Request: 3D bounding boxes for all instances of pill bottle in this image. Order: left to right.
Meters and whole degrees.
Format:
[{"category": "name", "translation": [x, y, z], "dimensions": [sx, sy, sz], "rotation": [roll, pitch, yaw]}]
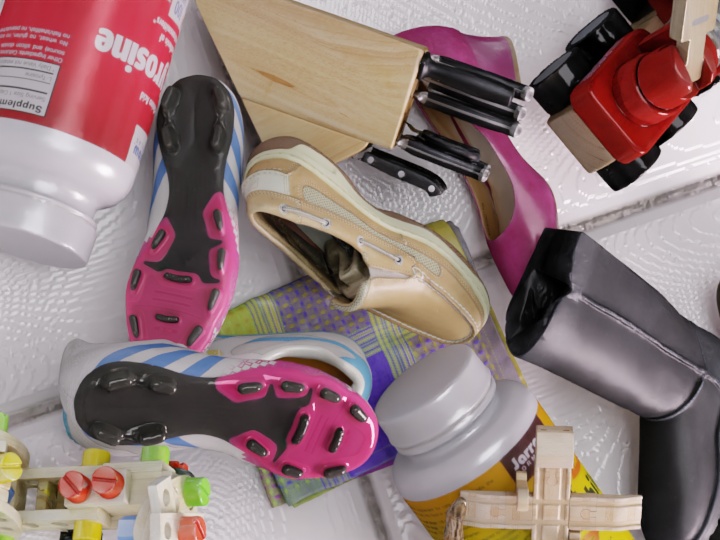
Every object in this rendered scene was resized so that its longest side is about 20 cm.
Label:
[{"category": "pill bottle", "translation": [-0.184, -0.109, 1.479], "dimensions": [0.112, 0.112, 0.201], "rotation": [19, 77, -17]}, {"category": "pill bottle", "translation": [0.095, 0.149, 1.540], "dimensions": [0.109, 0.109, 0.200], "rotation": [-42, 108, -20]}]

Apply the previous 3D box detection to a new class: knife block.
[{"category": "knife block", "translation": [0.008, -0.135, 1.542], "dimensions": [0.175, 0.064, 0.201], "rotation": [-26, 93, 6]}]

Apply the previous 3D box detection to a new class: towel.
[{"category": "towel", "translation": [0.007, 0.060, 1.578], "dimensions": [0.199, 0.023, 0.144], "rotation": [-21, 92, -21]}]

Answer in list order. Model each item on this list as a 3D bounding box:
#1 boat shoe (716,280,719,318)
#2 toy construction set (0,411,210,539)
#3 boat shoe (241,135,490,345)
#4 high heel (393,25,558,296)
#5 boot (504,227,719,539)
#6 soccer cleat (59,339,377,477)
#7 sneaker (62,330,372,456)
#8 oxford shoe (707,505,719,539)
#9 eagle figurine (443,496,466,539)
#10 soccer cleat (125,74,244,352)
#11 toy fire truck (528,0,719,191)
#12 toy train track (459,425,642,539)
[{"category": "boat shoe", "translation": [0.312, 0.089, 1.662], "dimensions": [0.068, 0.072, 0.201], "rotation": [-15, 97, -35]}, {"category": "toy construction set", "translation": [-0.170, 0.136, 1.430], "dimensions": [0.199, 0.131, 0.093], "rotation": [10, 71, 25]}, {"category": "boat shoe", "translation": [0.000, 0.000, 1.515], "dimensions": [0.200, 0.072, 0.076], "rotation": [34, 41, -22]}, {"category": "high heel", "translation": [0.074, -0.070, 1.590], "dimensions": [0.095, 0.067, 0.201], "rotation": [-2, 79, -30]}, {"category": "boot", "translation": [0.173, 0.083, 1.574], "dimensions": [0.200, 0.065, 0.166], "rotation": [35, 59, -42]}, {"category": "soccer cleat", "translation": [-0.086, 0.074, 1.416], "dimensions": [0.199, 0.086, 0.070], "rotation": [11, 107, -25]}, {"category": "sneaker", "translation": [-0.092, 0.076, 1.495], "dimensions": [0.199, 0.081, 0.077], "rotation": [-10, 94, -3]}, {"category": "oxford shoe", "translation": [0.230, 0.226, 1.621], "dimensions": [0.200, 0.071, 0.071], "rotation": [-51, 127, -13]}, {"category": "eagle figurine", "translation": [-0.019, 0.237, 1.479], "dimensions": [0.199, 0.151, 0.152], "rotation": [-27, 112, -23]}, {"category": "soccer cleat", "translation": [-0.104, -0.025, 1.508], "dimensions": [0.069, 0.086, 0.201], "rotation": [4, 73, 9]}, {"category": "toy fire truck", "translation": [0.221, -0.171, 1.578], "dimensions": [0.129, 0.200, 0.176], "rotation": [49, 56, -9]}, {"category": "toy train track", "translation": [0.118, 0.195, 1.480], "dimensions": [0.114, 0.033, 0.201], "rotation": [1, 112, 1]}]
